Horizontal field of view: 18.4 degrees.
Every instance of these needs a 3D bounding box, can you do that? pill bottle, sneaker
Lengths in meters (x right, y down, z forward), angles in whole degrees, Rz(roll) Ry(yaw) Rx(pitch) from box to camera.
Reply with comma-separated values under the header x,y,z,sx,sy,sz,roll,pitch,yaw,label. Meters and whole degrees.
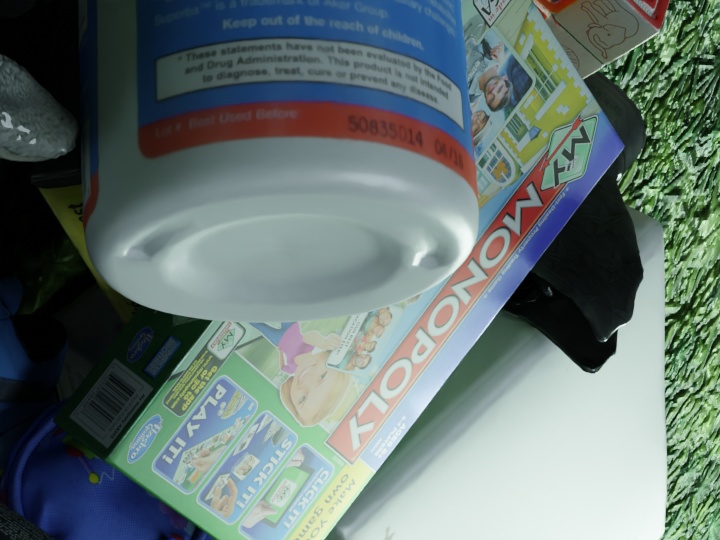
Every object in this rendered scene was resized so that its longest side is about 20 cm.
x,y,z,sx,sy,sz,roll,pitch,yaw,label
-0.027,-0.095,0.646,0.112,0.112,0.201,31,51,-57,pill bottle
-0.167,0.018,0.758,0.079,0.066,0.200,-57,151,0,sneaker
0.032,-0.051,0.852,0.104,0.199,0.060,-52,169,-31,sneaker

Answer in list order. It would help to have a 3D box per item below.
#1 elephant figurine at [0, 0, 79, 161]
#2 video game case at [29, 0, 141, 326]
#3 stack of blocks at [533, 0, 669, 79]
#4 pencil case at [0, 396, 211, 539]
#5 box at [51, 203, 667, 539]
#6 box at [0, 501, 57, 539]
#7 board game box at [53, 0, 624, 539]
x,y,z,sx,sy,sz,roll,pitch,yaw,label
-0.138,-0.072,0.590,0.142,0.199,0.156,45,70,-28,elephant figurine
-0.061,-0.058,0.782,0.181,0.025,0.201,65,22,-51,video game case
0.077,-0.180,0.839,0.115,0.058,0.201,38,50,-20,stack of blocks
-0.110,0.127,0.836,0.078,0.087,0.200,-22,157,-31,pencil case
0.007,0.070,0.936,0.199,0.171,0.201,-40,142,-29,box
-0.154,0.125,0.634,0.123,0.106,0.200,-57,176,3,box
0.000,0.000,0.741,0.200,0.029,0.135,-53,145,-6,board game box
